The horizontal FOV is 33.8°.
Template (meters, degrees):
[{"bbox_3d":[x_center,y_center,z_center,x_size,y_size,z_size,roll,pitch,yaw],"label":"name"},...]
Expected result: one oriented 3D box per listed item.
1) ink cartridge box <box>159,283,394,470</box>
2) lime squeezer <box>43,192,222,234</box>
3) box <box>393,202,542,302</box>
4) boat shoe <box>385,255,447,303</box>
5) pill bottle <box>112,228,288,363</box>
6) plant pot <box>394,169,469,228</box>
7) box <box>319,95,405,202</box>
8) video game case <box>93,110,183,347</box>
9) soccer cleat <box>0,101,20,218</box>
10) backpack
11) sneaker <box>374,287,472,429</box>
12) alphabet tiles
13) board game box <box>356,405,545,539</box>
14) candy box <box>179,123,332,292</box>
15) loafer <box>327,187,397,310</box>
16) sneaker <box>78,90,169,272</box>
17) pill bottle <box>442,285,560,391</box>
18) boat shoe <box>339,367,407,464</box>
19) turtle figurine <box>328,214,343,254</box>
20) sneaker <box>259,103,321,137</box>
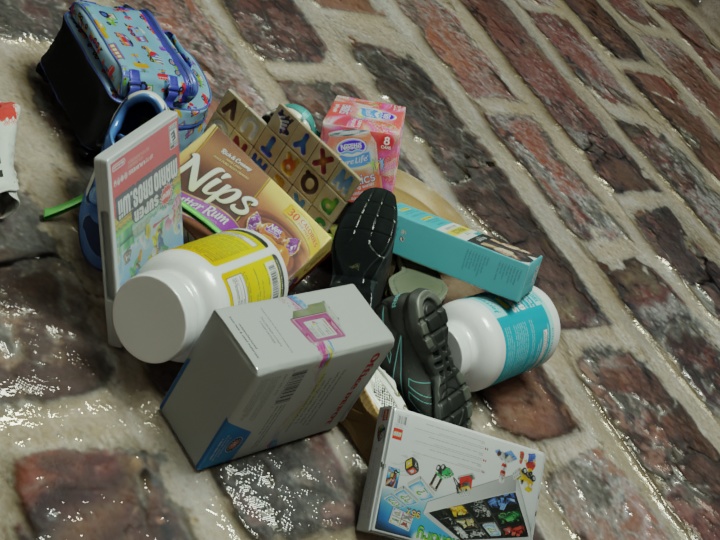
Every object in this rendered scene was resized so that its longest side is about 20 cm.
[{"bbox_3d":[-0.080,0.102,1.180,0.198,0.145,0.085,-8,51,-47],"label":"ink cartridge box"},{"bbox_3d":[-0.242,-0.079,1.295,0.196,0.038,0.071,8,48,-12],"label":"lime squeezer"},{"bbox_3d":[0.119,-0.025,1.457,0.197,0.050,0.082,22,15,16],"label":"box"},{"bbox_3d":[0.065,0.032,1.433,0.070,0.062,0.202,13,18,1],"label":"boat shoe"},{"bbox_3d":[-0.162,0.027,1.201,0.112,0.113,0.200,42,23,10],"label":"pill bottle"},{"bbox_3d":[0.067,-0.077,1.628,0.198,0.028,0.201,27,27,-15],"label":"plant pot"},{"bbox_3d":[0.002,-0.155,1.518,0.101,0.096,0.200,10,18,2],"label":"box"},{"bbox_3d":[-0.220,-0.044,1.197,0.017,0.203,0.143,11,29,16],"label":"video game case"},{"bbox_3d":[-0.385,-0.101,1.229,0.085,0.069,0.202,35,35,-18],"label":"soccer cleat"},{"bbox_3d":[-0.262,-0.224,1.429,0.198,0.135,0.184,1,47,-46],"label":"backpack"},{"bbox_3d":[0.070,0.119,1.327,0.075,0.078,0.204,-24,103,-53],"label":"sneaker"},{"bbox_3d":[-0.110,-0.111,1.394,0.200,0.168,0.008,44,31,12],"label":"alphabet tiles"},{"bbox_3d":[0.098,0.228,1.230,0.197,0.034,0.129,20,73,-24],"label":"board game box"},{"bbox_3d":[-0.141,-0.057,1.354,0.116,0.057,0.200,-42,79,-19],"label":"candy box"},{"bbox_3d":[0.000,0.000,1.386,0.071,0.073,0.203,13,68,12],"label":"loafer"},{"bbox_3d":[-0.249,-0.098,1.243,0.073,0.082,0.204,14,80,-11],"label":"sneaker"},{"bbox_3d":[0.153,0.084,1.450,0.198,0.111,0.111,-13,57,-50],"label":"pill bottle"},{"bbox_3d":[0.007,0.137,1.293,0.069,0.071,0.202,-13,67,-50],"label":"boat shoe"},{"bbox_3d":[-0.026,-0.029,1.465,0.159,0.065,0.202,23,36,-20],"label":"turtle figurine"},{"bbox_3d":[-0.086,-0.163,1.460,0.077,0.200,0.080,40,73,1],"label":"sneaker"}]
